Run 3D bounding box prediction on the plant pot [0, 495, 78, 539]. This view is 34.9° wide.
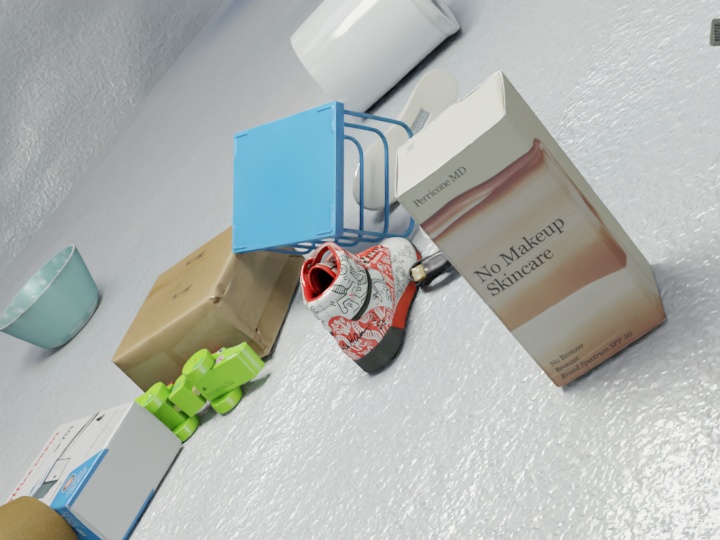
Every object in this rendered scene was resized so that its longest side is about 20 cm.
[{"bbox_3d":[-0.389,0.337,1.187,0.185,0.187,0.200,-20,23,47],"label":"plant pot"}]

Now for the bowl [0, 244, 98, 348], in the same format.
[{"bbox_3d":[-0.551,0.062,2.071,0.200,0.105,0.202,-37,22,18],"label":"bowl"}]

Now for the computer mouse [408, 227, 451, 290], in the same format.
[{"bbox_3d":[0.096,-0.064,1.178,0.109,0.044,0.202,-39,27,28],"label":"computer mouse"}]

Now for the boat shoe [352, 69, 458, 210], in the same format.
[{"bbox_3d":[0.052,-0.153,1.396,0.069,0.071,0.202,106,-170,-74],"label":"boat shoe"}]

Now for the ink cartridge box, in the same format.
[{"bbox_3d":[-0.316,0.246,1.322,0.198,0.086,0.148,-19,33,46],"label":"ink cartridge box"}]

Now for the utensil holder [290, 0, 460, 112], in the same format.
[{"bbox_3d":[0.019,-0.351,1.675,0.199,0.170,0.171,-41,21,16],"label":"utensil holder"}]

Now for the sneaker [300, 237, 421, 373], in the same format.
[{"bbox_3d":[0.001,0.000,1.142,0.067,0.108,0.203,-32,24,29],"label":"sneaker"}]

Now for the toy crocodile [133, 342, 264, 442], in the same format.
[{"bbox_3d":[-0.190,0.136,1.308,0.199,0.068,0.062,-34,23,28],"label":"toy crocodile"}]

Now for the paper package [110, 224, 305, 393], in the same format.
[{"bbox_3d":[-0.183,0.050,1.404,0.199,0.104,0.192,-32,23,33],"label":"paper package"}]

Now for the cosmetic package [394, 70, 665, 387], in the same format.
[{"bbox_3d":[0.123,-0.028,0.832,0.103,0.200,0.088,-36,21,21],"label":"cosmetic package"}]

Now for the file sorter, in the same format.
[{"bbox_3d":[-0.043,-0.095,1.296,0.198,0.121,0.142,-7,81,51],"label":"file sorter"}]

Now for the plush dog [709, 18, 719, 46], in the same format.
[{"bbox_3d":[0.332,-0.180,0.832,0.199,0.161,0.172,-38,-2,18],"label":"plush dog"}]
